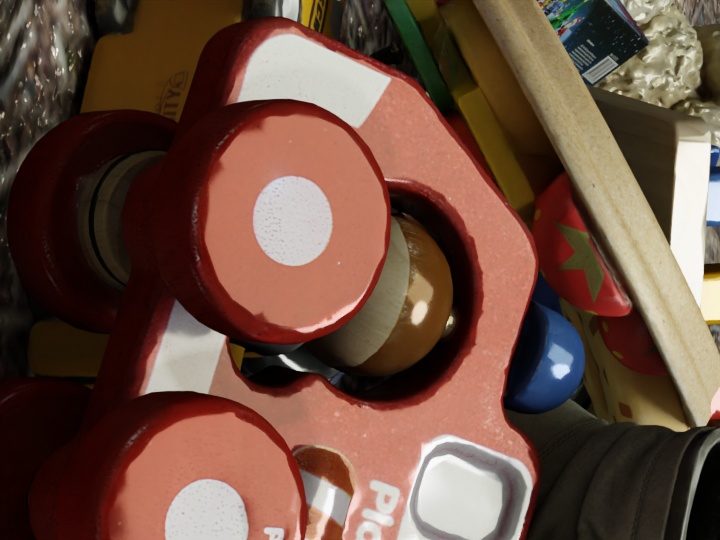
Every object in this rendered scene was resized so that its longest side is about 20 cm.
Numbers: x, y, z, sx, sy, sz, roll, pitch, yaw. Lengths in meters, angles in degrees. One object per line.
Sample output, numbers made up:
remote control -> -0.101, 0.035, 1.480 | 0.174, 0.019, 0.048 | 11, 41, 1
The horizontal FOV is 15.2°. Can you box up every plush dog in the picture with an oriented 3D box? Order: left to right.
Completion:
plush dog -> 0.116, -0.068, 1.370 | 0.200, 0.160, 0.172 | 41, 61, -32

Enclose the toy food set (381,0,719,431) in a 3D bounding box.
toy food set -> 0.069, -0.027, 0.962 | 0.198, 0.049, 0.200 | 63, 4, 20

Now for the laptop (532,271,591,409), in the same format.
laptop -> 0.045, 0.042, 1.152 | 0.200, 0.103, 0.177 | -41, 165, -39

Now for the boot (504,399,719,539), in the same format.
boot -> 0.043, 0.129, 0.821 | 0.068, 0.131, 0.200 | 19, 90, -40

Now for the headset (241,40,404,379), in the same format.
headset -> 0.000, 0.000, 0.953 | 0.094, 0.123, 0.200 | 22, 46, -41

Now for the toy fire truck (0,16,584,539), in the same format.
toy fire truck -> -0.017, 0.040, 0.767 | 0.168, 0.112, 0.200 | 24, 77, -32

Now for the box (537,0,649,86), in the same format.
box -> 0.053, -0.158, 1.152 | 0.137, 0.038, 0.200 | 57, 11, 15

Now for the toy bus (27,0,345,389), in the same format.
toy bus -> -0.053, -0.041, 0.886 | 0.078, 0.065, 0.200 | 65, 30, -57

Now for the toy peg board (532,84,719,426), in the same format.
toy peg board -> 0.128, 0.016, 1.213 | 0.200, 0.098, 0.199 | -153, -117, -63

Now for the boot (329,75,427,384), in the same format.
boot -> 0.015, -0.016, 1.058 | 0.200, 0.090, 0.073 | -70, 154, -48
